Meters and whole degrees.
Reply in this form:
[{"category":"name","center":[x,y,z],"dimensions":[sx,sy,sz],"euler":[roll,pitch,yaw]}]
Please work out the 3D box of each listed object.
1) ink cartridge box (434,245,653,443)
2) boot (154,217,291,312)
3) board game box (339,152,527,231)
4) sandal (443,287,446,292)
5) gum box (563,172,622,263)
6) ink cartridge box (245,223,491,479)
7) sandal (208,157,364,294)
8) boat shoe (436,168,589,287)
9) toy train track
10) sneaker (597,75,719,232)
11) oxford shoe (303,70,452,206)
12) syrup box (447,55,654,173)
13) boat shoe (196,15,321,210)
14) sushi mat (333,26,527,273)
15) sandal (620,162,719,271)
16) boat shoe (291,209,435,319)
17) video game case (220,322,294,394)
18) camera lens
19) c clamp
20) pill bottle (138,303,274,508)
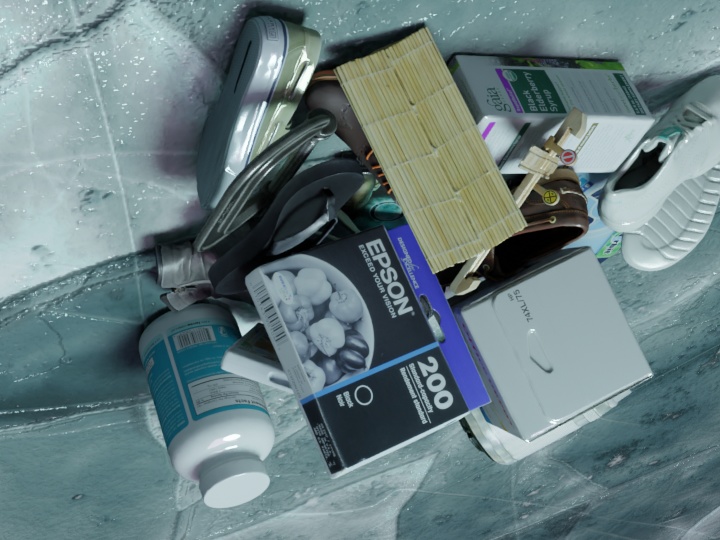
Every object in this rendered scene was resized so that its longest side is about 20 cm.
[{"category":"ink cartridge box","center":[0.180,0.072,1.272],"dimensions":[0.146,0.147,0.200],"euler":[-26,-179,-5]},{"category":"boot","center":[-0.130,0.016,1.255],"dimensions":[0.132,0.070,0.200],"euler":[-16,142,3]},{"category":"board game box","center":[0.073,-0.065,1.240],"dimensions":[0.200,0.028,0.135],"euler":[-1,144,-8]},{"category":"sandal","center":[0.012,0.026,1.322],"dimensions":[0.201,0.080,0.057],"euler":[-27,-167,-33]},{"category":"gum box","center":[0.238,-0.067,1.368],"dimensions":[0.170,0.045,0.200],"euler":[-39,144,25]},{"category":"ink cartridge box","center":[0.019,0.062,1.142],"dimensions":[0.200,0.198,0.043],"euler":[-20,173,-34]},{"category":"sandal","center":[-0.059,-0.032,1.113],"dimensions":[0.076,0.043,0.200],"euler":[-5,150,-47]},{"category":"boat shoe","center":[0.135,-0.026,1.218],"dimensions":[0.200,0.070,0.070],"euler":[-32,144,34]},{"category":"toy train track","center":[0.150,-0.055,1.123],"dimensions":[0.200,0.033,0.115],"euler":[-56,163,12]},{"category":"sneaker","center":[0.317,-0.128,1.247],"dimensions":[0.200,0.075,0.088],"euler":[-49,156,-8]},{"category":"oxford shoe","center":[0.033,-0.105,1.085],"dimensions":[0.200,0.073,0.071],"euler":[30,138,-9]},{"category":"syrup box","center":[0.169,-0.147,1.174],"dimensions":[0.200,0.079,0.081],"euler":[-2,144,-29]},{"category":"boat shoe","center":[-0.088,-0.125,1.050],"dimensions":[0.062,0.072,0.200],"euler":[4,137,-26]},{"category":"sushi mat","center":[0.060,-0.104,1.060],"dimensions":[0.096,0.200,0.012],"euler":[-25,176,-17]},{"category":"sandal","center":[0.348,-0.090,1.328],"dimensions":[0.203,0.082,0.050],"euler":[-62,-179,5]},{"category":"boat shoe","center":[0.000,0.000,1.222],"dimensions":[0.075,0.062,0.200],"euler":[-27,126,36]},{"category":"video game case","center":[-0.037,0.103,1.255],"dimensions":[0.200,0.182,0.023],"euler":[-51,160,-84]},{"category":"camera lens","center":[0.215,0.136,1.545],"dimensions":[0.200,0.160,0.160],"euler":[-30,147,11]},{"category":"c clamp","center":[-0.076,-0.083,1.071],"dimensions":[0.171,0.027,0.200],"euler":[-38,175,-28]},{"category":"pill bottle","center":[-0.156,0.142,1.282],"dimensions":[0.111,0.200,0.111],"euler":[-16,148,-10]}]
